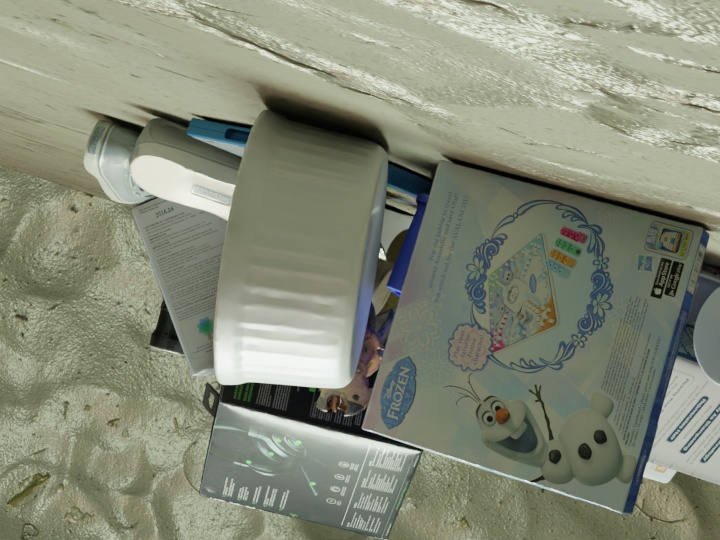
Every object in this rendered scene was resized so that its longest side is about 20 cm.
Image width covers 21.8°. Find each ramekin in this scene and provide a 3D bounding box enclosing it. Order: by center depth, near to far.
[{"bbox_3d":[-0.040,-0.010,1.361,0.097,0.203,0.200,9,177,4],"label":"ramekin"}]

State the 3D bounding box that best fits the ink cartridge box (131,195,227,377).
[{"bbox_3d":[-0.126,-0.018,1.744,0.135,0.202,0.076,-21,177,-1],"label":"ink cartridge box"}]

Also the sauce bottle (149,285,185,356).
[{"bbox_3d":[-0.161,-0.018,1.827,0.064,0.202,0.065,15,179,0],"label":"sauce bottle"}]

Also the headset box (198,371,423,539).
[{"bbox_3d":[-0.048,0.145,1.686,0.198,0.094,0.175,13,144,-2],"label":"headset box"}]

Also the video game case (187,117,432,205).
[{"bbox_3d":[-0.032,-0.088,1.551,0.142,0.018,0.199,21,176,-43],"label":"video game case"}]

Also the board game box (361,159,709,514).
[{"bbox_3d":[0.122,0.044,1.306,0.197,0.202,0.043,16,178,21],"label":"board game box"}]

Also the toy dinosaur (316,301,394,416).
[{"bbox_3d":[-0.028,0.017,1.491,0.134,0.203,0.086,2,171,17],"label":"toy dinosaur"}]

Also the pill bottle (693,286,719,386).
[{"bbox_3d":[0.333,0.067,1.391,0.112,0.114,0.199,14,177,43],"label":"pill bottle"}]

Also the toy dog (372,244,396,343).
[{"bbox_3d":[0.000,0.000,1.617,0.131,0.097,0.200,35,167,-2],"label":"toy dog"}]

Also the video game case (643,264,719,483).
[{"bbox_3d":[0.230,0.077,1.522,0.181,0.201,0.023,17,-151,-26],"label":"video game case"}]

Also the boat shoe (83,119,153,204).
[{"bbox_3d":[-0.223,-0.101,1.910,0.071,0.071,0.201,20,175,10],"label":"boat shoe"}]

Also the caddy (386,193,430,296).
[{"bbox_3d":[0.100,-0.006,1.452,0.140,0.106,0.200,24,179,4],"label":"caddy"}]

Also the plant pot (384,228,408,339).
[{"bbox_3d":[0.126,0.046,1.760,0.141,0.202,0.200,-12,163,27],"label":"plant pot"}]

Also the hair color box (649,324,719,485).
[{"bbox_3d":[0.238,0.095,1.477,0.199,0.100,0.061,20,-152,-32],"label":"hair color box"}]

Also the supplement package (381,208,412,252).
[{"bbox_3d":[-0.050,0.020,1.868,0.155,0.202,0.110,19,177,-42],"label":"supplement package"}]

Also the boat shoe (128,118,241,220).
[{"bbox_3d":[-0.109,-0.081,1.678,0.198,0.069,0.072,17,141,-6],"label":"boat shoe"}]
